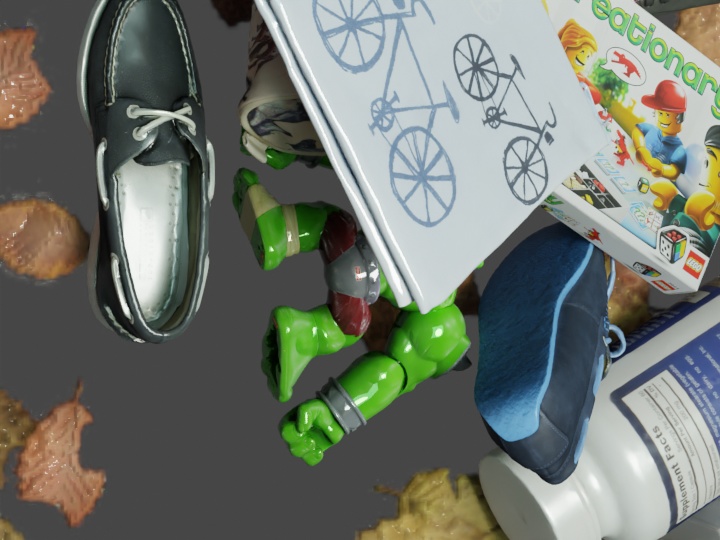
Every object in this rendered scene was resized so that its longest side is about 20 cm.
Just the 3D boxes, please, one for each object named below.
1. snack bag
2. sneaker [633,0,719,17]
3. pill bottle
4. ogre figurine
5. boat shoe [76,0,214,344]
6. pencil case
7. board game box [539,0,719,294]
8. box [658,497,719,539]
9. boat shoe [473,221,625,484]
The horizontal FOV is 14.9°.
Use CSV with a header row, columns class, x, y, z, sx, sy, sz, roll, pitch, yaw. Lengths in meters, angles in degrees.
class,x,y,z,sx,sy,sz,roll,pitch,yaw
snack bag,0.042,-0.104,1.449,0.200,0.021,0.189,-42,111,-42
sneaker,0.197,-0.181,1.602,0.200,0.099,0.071,-17,106,-21
pill bottle,0.173,0.094,1.620,0.200,0.111,0.111,-31,109,-19
ogre figurine,0.000,0.000,1.531,0.120,0.098,0.201,-10,83,-16
boat shoe,-0.111,-0.060,1.490,0.075,0.060,0.201,-8,100,-25
pencil case,-0.026,-0.161,1.472,0.078,0.089,0.201,18,67,-45
board game box,0.135,-0.090,1.562,0.200,0.035,0.126,33,70,-26
box,0.291,0.149,1.693,0.200,0.097,0.125,-31,110,-19
boat shoe,0.104,0.048,1.563,0.069,0.084,0.200,57,34,-25
